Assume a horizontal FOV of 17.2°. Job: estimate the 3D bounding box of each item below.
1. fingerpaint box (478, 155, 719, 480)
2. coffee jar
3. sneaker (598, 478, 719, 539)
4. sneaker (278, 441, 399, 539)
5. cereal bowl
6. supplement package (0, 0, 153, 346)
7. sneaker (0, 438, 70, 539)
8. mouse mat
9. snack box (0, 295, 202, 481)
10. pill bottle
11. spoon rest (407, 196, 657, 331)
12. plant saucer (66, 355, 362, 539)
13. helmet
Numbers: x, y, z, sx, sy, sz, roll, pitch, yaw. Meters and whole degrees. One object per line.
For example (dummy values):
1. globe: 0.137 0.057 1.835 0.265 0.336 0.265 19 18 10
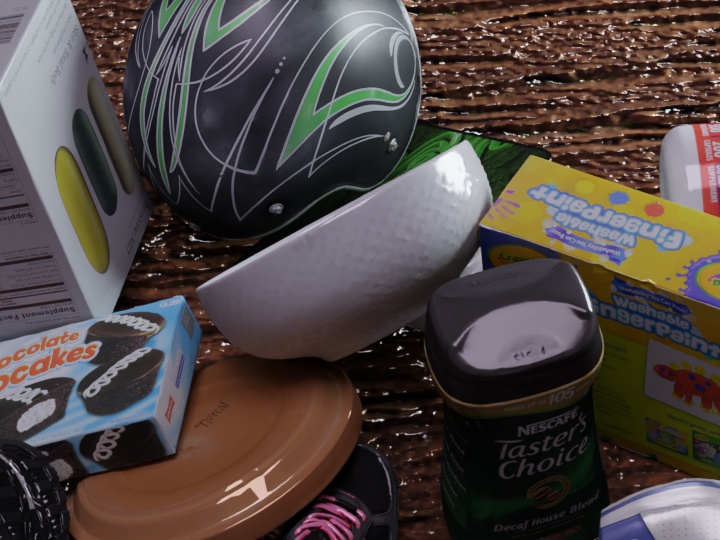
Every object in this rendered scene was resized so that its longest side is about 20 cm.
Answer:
1. fingerpaint box: 0.181 0.036 1.482 0.199 0.167 0.073 20 52 25
2. coffee jar: 0.094 0.084 1.423 0.104 0.200 0.085 -15 46 -6
3. sneaker: 0.236 0.188 1.388 0.199 0.081 0.115 -3 44 3
4. sneaker: -0.024 0.175 1.418 0.079 0.096 0.200 22 53 5
5. cereal bowl: 0.000 0.000 1.497 0.200 0.200 0.084 -29 92 -19
6. supplement package: -0.253 -0.069 1.590 0.150 0.200 0.152 -7 36 17
7. sneaker: -0.204 0.205 1.443 0.074 0.079 0.201 2 58 -32
8. mouse mat: 0.019 -0.038 1.653 0.161 0.008 0.200 15 48 45
9. snack box: -0.205 0.087 1.531 0.199 0.037 0.116 -15 36 18
10. pill bottle: 0.302 -0.048 1.582 0.199 0.113 0.113 -5 46 3
11. spoon rest: 0.112 -0.001 1.613 0.199 0.061 0.100 -9 43 18
12. plant saucer: -0.095 0.112 1.487 0.200 0.032 0.200 -20 27 10
13. helmet: -0.071 -0.127 1.652 0.200 0.201 0.190 32 35 32
